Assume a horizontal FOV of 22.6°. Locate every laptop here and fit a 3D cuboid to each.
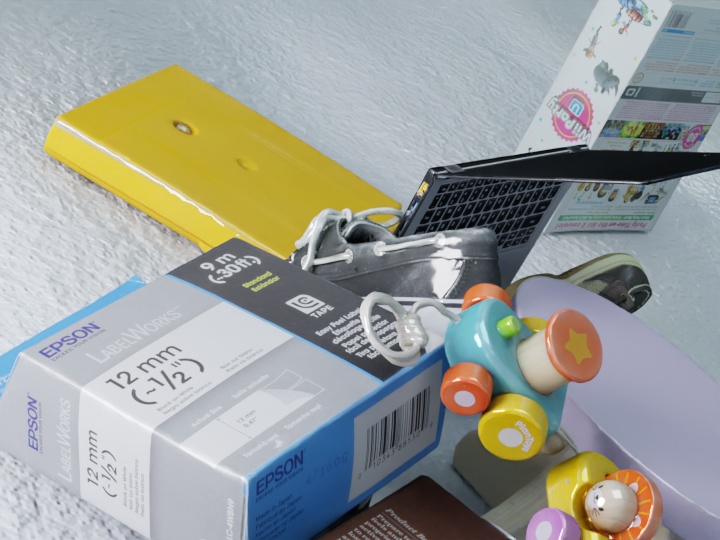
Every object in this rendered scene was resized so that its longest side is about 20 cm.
[{"bbox_3d":[0.116,-0.013,1.063,0.116,0.201,0.187,41,28,23],"label":"laptop"}]

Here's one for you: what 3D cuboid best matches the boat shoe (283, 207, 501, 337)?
[{"bbox_3d":[-0.002,0.000,0.970,0.073,0.069,0.199,-1,1,-36],"label":"boat shoe"}]

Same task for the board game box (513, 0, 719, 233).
[{"bbox_3d":[0.208,-0.126,1.368,0.147,0.201,0.064,-2,36,-47],"label":"board game box"}]

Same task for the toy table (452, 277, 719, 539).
[{"bbox_3d":[0.127,0.111,0.927,0.183,0.117,0.200,11,30,-32],"label":"toy table"}]

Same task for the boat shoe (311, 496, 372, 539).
[{"bbox_3d":[-0.019,0.081,0.904,0.075,0.062,0.200,24,24,-3],"label":"boat shoe"}]

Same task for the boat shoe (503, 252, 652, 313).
[{"bbox_3d":[0.137,0.037,1.147,0.066,0.072,0.201,53,29,16],"label":"boat shoe"}]

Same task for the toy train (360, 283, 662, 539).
[{"bbox_3d":[0.079,0.089,0.764,0.150,0.055,0.201,-2,67,-56],"label":"toy train"}]

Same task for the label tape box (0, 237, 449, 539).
[{"bbox_3d":[-0.080,0.046,0.824,0.199,0.066,0.143,27,38,29],"label":"label tape box"}]

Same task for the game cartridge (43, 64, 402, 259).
[{"bbox_3d":[-0.079,-0.056,1.156,0.200,0.033,0.176,33,25,8],"label":"game cartridge"}]

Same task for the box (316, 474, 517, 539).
[{"bbox_3d":[0.004,0.166,0.753,0.100,0.075,0.200,36,28,20],"label":"box"}]
